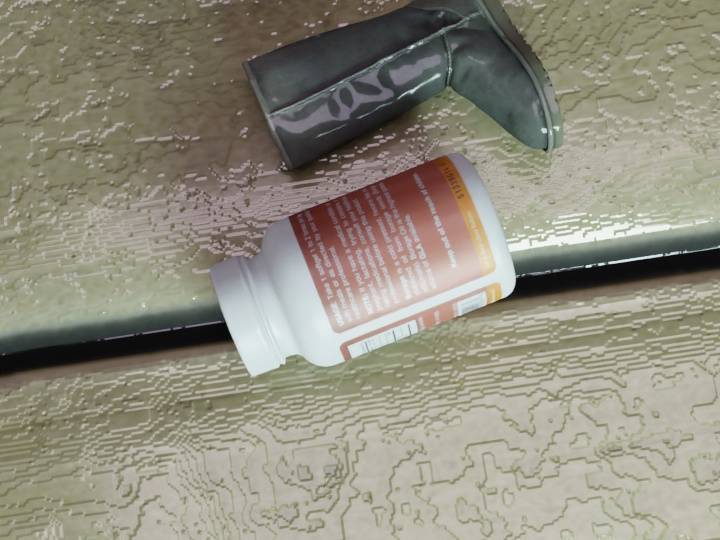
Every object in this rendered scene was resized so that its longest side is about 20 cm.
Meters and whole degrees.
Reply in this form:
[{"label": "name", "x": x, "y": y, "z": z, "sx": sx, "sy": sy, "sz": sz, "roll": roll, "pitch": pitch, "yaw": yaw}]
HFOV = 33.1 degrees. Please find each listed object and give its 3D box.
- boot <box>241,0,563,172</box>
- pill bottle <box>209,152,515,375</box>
[{"label": "boot", "x": 0.030, "y": -0.128, "z": 0.917, "sx": 0.200, "sy": 0.073, "sz": 0.182, "roll": -25, "pitch": 63, "yaw": -9}, {"label": "pill bottle", "x": 0.000, "y": 0.000, "z": 0.868, "sx": 0.200, "sy": 0.112, "sz": 0.112, "roll": -21, "pitch": 77, "yaw": -2}]
